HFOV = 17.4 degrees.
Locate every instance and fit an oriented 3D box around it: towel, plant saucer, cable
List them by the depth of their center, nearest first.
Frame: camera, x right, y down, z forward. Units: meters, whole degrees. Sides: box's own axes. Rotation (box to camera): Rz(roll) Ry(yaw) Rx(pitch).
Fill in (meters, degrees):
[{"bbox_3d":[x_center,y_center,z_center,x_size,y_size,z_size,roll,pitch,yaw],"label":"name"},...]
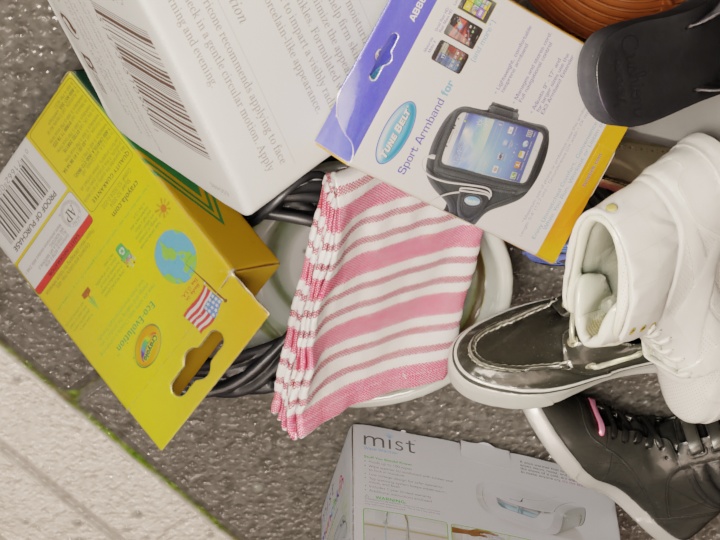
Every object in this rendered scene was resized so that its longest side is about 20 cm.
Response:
[{"bbox_3d":[0.022,0.006,1.455,0.146,0.030,0.201,-20,137,-37],"label":"towel"},{"bbox_3d":[-0.071,0.004,1.484,0.162,0.051,0.201,15,133,-9],"label":"cable"},{"bbox_3d":[0.000,0.000,1.548,0.199,0.050,0.201,-1,127,-1],"label":"plant saucer"}]

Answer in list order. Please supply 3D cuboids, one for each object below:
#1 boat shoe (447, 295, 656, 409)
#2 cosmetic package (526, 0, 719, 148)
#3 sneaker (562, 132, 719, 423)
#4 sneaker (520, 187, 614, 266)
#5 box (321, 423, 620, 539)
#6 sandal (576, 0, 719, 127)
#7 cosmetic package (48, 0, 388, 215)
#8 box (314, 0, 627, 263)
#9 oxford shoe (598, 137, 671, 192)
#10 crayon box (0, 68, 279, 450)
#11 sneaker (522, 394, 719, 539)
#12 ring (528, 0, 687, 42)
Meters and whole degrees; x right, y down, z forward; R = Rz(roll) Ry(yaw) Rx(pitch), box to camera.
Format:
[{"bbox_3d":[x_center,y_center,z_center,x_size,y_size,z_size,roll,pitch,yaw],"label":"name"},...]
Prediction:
[{"bbox_3d":[0.152,0.035,1.502,0.199,0.071,0.064,-11,149,-1],"label":"boat shoe"},{"bbox_3d":[0.196,-0.126,1.414,0.199,0.090,0.107,14,91,-8],"label":"cosmetic package"},{"bbox_3d":[0.167,0.027,1.388,0.115,0.074,0.201,-31,131,-28],"label":"sneaker"},{"bbox_3d":[0.201,-0.020,1.526,0.199,0.076,0.079,-3,131,3],"label":"sneaker"},{"bbox_3d":[0.077,0.211,1.630,0.199,0.177,0.097,11,126,-10],"label":"box"},{"bbox_3d":[0.210,-0.131,1.326,0.200,0.043,0.076,-30,112,-28],"label":"sandal"},{"bbox_3d":[-0.055,-0.172,1.298,0.200,0.165,0.165,-37,127,-16],"label":"cosmetic package"},{"bbox_3d":[0.062,-0.091,1.288,0.199,0.041,0.120,25,97,-41],"label":"box"},{"bbox_3d":[0.181,-0.087,1.476,0.199,0.071,0.075,2,122,-5],"label":"oxford shoe"},{"bbox_3d":[-0.134,-0.008,1.411,0.051,0.200,0.127,-11,147,-55],"label":"crayon box"},{"bbox_3d":[0.198,0.112,1.629,0.099,0.071,0.200,-38,125,22],"label":"sneaker"},{"bbox_3d":[0.160,-0.224,1.328,0.199,0.019,0.202,-3,97,-27],"label":"ring"}]
